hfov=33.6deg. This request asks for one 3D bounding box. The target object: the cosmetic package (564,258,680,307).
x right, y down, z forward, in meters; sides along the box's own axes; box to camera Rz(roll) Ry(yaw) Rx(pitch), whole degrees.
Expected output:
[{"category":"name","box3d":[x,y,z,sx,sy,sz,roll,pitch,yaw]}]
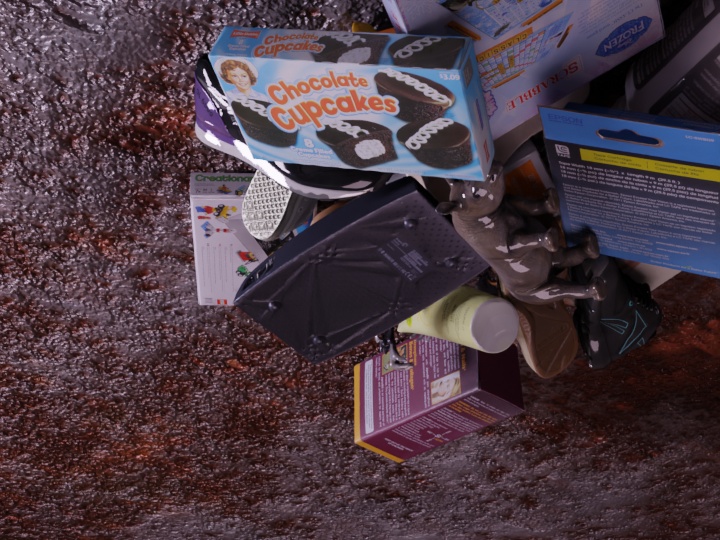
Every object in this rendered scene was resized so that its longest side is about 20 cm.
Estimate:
[{"category":"cosmetic package","box3d":[0.273,-0.049,1.163,0.087,0.104,0.200,18,141,-27]}]

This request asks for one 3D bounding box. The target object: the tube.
[{"category":"tube","box3d":[0.084,0.039,1.155,0.058,0.200,0.052,-36,108,-13]}]

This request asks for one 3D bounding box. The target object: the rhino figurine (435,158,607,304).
[{"category":"rhino figurine","box3d":[0.125,-0.034,0.987,0.087,0.060,0.200,-10,142,36]}]

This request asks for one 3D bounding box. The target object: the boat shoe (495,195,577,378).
[{"category":"boat shoe","box3d":[0.153,0.010,1.124,0.072,0.072,0.201,-31,128,-14]}]

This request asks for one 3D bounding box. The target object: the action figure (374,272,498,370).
[{"category":"action figure","box3d":[0.057,0.048,1.307,0.199,0.103,0.119,2,158,-7]}]

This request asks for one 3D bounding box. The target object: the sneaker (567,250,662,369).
[{"category":"sneaker","box3d":[0.243,0.026,1.136,0.079,0.076,0.200,-16,152,5]}]

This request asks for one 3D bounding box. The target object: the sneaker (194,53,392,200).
[{"category":"sneaker","box3d":[-0.063,-0.127,1.005,0.199,0.076,0.088,22,137,23]}]

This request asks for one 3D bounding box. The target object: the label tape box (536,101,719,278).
[{"category":"label tape box","box3d":[0.231,-0.083,0.963,0.144,0.064,0.200,13,153,24]}]

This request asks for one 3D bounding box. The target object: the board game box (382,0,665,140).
[{"category":"board game box","box3d":[0.122,-0.207,0.893,0.199,0.041,0.200,-31,137,-2]}]

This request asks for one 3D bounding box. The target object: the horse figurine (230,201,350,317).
[{"category":"horse figurine","box3d":[-0.028,-0.017,1.203,0.200,0.050,0.132,-40,149,19]}]

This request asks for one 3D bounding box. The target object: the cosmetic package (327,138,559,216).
[{"category":"cosmetic package","box3d":[0.082,-0.055,1.123,0.199,0.071,0.101,-32,140,8]}]

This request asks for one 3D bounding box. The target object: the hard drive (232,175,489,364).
[{"category":"hard drive","box3d":[0.000,0.000,1.053,0.199,0.042,0.135,-31,133,22]}]

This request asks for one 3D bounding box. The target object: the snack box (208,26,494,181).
[{"category":"snack box","box3d":[-0.005,-0.126,0.898,0.199,0.037,0.116,7,145,22]}]

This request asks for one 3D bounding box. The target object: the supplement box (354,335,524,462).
[{"category":"supplement box","box3d":[0.090,0.141,1.435,0.200,0.111,0.085,-28,138,35]}]

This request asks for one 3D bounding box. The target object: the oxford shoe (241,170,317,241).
[{"category":"oxford shoe","box3d":[-0.046,-0.110,1.096,0.058,0.075,0.200,-17,148,-50]}]

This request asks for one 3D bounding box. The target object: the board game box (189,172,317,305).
[{"category":"board game box","box3d":[-0.111,-0.028,1.246,0.125,0.035,0.200,1,146,-5]}]

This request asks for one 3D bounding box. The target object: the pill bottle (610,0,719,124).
[{"category":"pill bottle","box3d":[0.291,-0.160,0.988,0.110,0.111,0.200,15,143,-23]}]

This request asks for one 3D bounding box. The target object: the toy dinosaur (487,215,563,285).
[{"category":"toy dinosaur","box3d":[0.180,-0.030,1.182,0.060,0.106,0.200,-24,149,-50]}]

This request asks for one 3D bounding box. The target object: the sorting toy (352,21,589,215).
[{"category":"sorting toy","box3d":[0.100,-0.162,1.005,0.179,0.107,0.200,-18,138,8]}]
